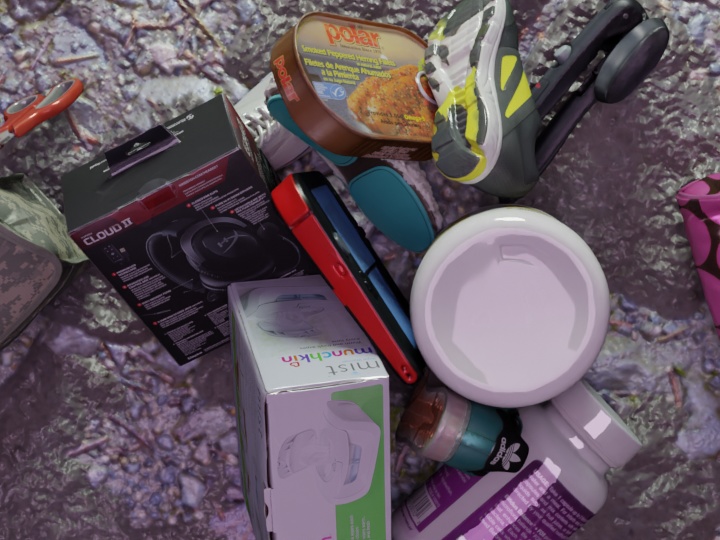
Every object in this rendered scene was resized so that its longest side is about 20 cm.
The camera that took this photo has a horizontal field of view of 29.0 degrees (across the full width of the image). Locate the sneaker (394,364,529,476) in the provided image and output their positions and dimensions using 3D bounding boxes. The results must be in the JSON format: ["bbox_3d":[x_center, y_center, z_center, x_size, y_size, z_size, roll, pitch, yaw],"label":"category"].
[{"bbox_3d":[0.080,0.124,1.095,0.080,0.200,0.071,25,94,-6],"label":"sneaker"}]

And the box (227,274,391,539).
[{"bbox_3d":[-0.043,0.130,1.076,0.097,0.176,0.200,-7,116,-12],"label":"box"}]

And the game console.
[{"bbox_3d":[0.000,0.000,1.087,0.031,0.200,0.177,-37,91,7],"label":"game console"}]

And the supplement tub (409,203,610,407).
[{"bbox_3d":[0.113,0.021,1.079,0.144,0.200,0.145,0,94,5],"label":"supplement tub"}]

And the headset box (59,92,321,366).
[{"bbox_3d":[-0.131,-0.034,1.103,0.149,0.077,0.200,-27,133,7],"label":"headset box"}]

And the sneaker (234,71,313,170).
[{"bbox_3d":[-0.089,-0.107,1.151,0.200,0.071,0.073,-42,90,6],"label":"sneaker"}]

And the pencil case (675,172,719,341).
[{"bbox_3d":[0.327,0.013,1.120,0.094,0.091,0.200,-18,96,41],"label":"pencil case"}]

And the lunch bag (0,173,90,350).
[{"bbox_3d":[-0.319,0.011,1.115,0.164,0.200,0.118,-43,90,6],"label":"lunch bag"}]

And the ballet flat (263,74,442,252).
[{"bbox_3d":[0.006,-0.101,1.130,0.072,0.072,0.200,-41,116,7],"label":"ballet flat"}]

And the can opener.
[{"bbox_3d":[0.165,-0.139,1.134,0.063,0.079,0.200,42,106,-8],"label":"can opener"}]

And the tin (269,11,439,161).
[{"bbox_3d":[0.009,-0.141,1.085,0.042,0.200,0.112,-29,73,36],"label":"tin"}]

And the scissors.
[{"bbox_3d":[-0.280,-0.109,1.112,0.073,0.200,0.014,-14,114,17],"label":"scissors"}]

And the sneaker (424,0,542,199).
[{"bbox_3d":[0.101,-0.138,1.111,0.074,0.200,0.085,-23,138,38],"label":"sneaker"}]

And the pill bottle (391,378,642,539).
[{"bbox_3d":[0.129,0.179,1.136,0.200,0.112,0.112,-43,90,7],"label":"pill bottle"}]
